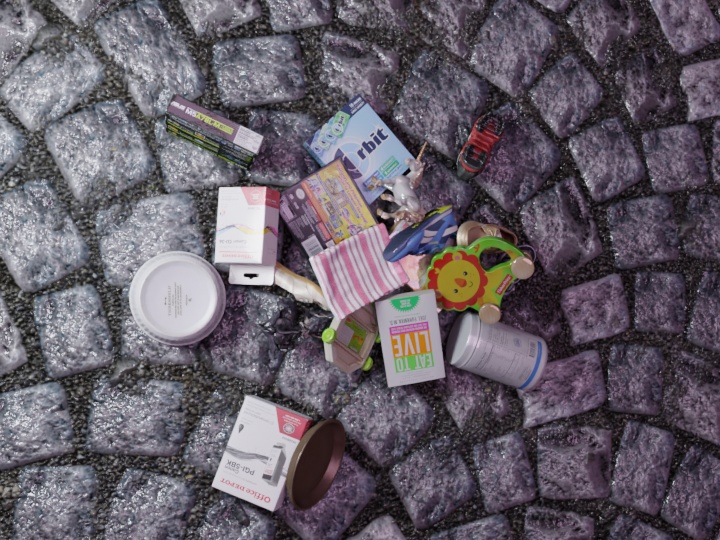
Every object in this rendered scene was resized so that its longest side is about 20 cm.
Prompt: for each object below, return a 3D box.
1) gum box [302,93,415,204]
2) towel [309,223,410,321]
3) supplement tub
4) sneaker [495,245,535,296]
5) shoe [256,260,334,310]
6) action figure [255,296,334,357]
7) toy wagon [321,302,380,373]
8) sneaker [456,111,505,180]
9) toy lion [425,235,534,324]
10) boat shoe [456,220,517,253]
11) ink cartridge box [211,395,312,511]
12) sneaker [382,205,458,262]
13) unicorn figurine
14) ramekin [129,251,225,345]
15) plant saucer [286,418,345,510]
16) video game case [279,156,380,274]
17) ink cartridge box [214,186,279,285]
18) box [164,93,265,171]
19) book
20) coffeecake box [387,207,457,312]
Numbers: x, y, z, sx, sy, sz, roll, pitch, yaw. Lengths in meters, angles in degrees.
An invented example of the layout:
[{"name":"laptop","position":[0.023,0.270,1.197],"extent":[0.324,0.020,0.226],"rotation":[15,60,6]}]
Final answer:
[{"name":"gum box","position":[-0.002,-0.264,1.727],"extent":[0.170,0.045,0.200],"rotation":[-44,99,-12]},{"name":"towel","position":[0.000,0.000,1.627],"extent":[0.199,0.030,0.147],"rotation":[-27,93,-28]},{"name":"supplement tub","position":[0.309,0.183,1.740],"extent":[0.199,0.132,0.133],"rotation":[20,83,-11]},{"name":"sneaker","position":[0.340,0.008,1.764],"extent":[0.199,0.114,0.076],"rotation":[-35,96,-13]},{"name":"shoe","position":[-0.138,0.036,1.647],"extent":[0.199,0.070,0.054],"rotation":[33,81,18]},{"name":"action figure","position":[-0.148,0.120,1.643],"extent":[0.199,0.102,0.120],"rotation":[1,96,-34]},{"name":"toy wagon","position":[-0.006,0.121,1.677],"extent":[0.155,0.039,0.201],"rotation":[42,66,-43]},{"name":"sneaker","position":[0.275,-0.286,1.785],"extent":[0.071,0.098,0.201],"rotation":[30,57,1]},{"name":"toy lion","position":[0.246,0.009,1.658],"extent":[0.191,0.069,0.201],"rotation":[32,110,-2]},{"name":"boat shoe","position":[0.288,-0.074,1.727],"extent":[0.199,0.069,0.074],"rotation":[-5,97,-51]},{"name":"ink cartridge box","position":[-0.204,0.381,1.609],"extent":[0.146,0.083,0.201],"rotation":[19,83,6]},{"name":"sneaker","position":[0.137,-0.064,1.654],"extent":[0.199,0.074,0.083],"rotation":[-33,108,-22]},{"name":"unicorn figurine","position":[0.090,-0.179,1.679],"extent":[0.136,0.074,0.201],"rotation":[-2,66,-22]},{"name":"ramekin","position":[-0.377,0.057,1.594],"extent":[0.201,0.094,0.204],"rotation":[1,88,-14]},{"name":"plant saucer","position":[-0.096,0.406,1.621],"extent":[0.029,0.200,0.201],"rotation":[18,81,28]},{"name":"video game case","position":[-0.070,-0.118,1.688],"extent":[0.180,0.026,0.201],"rotation":[-31,97,2]},{"name":"ink cartridge box","position":[-0.240,-0.072,1.622],"extent":[0.116,0.067,0.202],"rotation":[1,87,21]},{"name":"box","position":[-0.302,-0.279,1.577],"extent":[0.199,0.193,0.048],"rotation":[25,84,-11]},{"name":"book","position":[0.110,0.147,1.687],"extent":[0.132,0.048,0.202],"rotation":[-9,107,3]},{"name":"coffeecake box","position":[0.142,-0.027,1.737],"extent":[0.200,0.073,0.154],"rotation":[42,80,-8]}]
